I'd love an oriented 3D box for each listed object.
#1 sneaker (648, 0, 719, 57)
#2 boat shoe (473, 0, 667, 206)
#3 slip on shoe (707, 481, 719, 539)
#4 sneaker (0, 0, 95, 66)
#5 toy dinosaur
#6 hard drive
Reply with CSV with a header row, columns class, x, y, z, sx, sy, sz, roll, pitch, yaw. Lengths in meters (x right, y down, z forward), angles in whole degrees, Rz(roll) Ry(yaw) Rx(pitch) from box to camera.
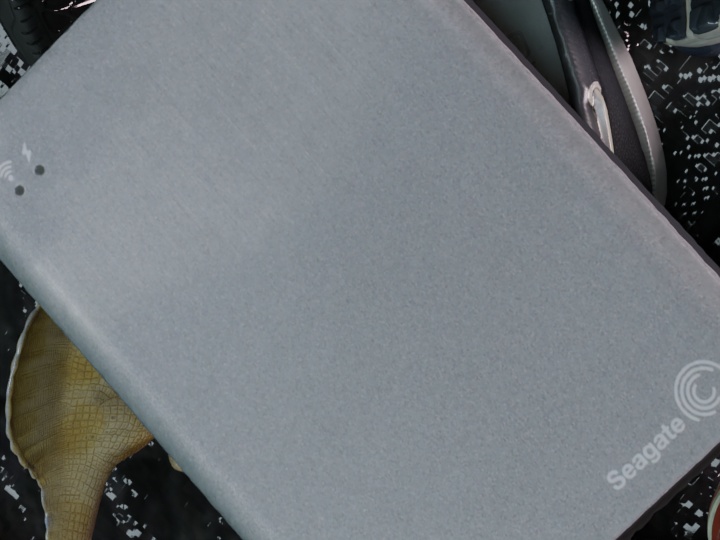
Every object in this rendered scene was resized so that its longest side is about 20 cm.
class,x,y,z,sx,sy,sz,roll,pitch,yaw
sneaker,0.162,-0.099,0.719,0.086,0.078,0.200,32,137,-30
boat shoe,0.027,-0.089,0.777,0.075,0.060,0.200,-30,92,23
slip on shoe,0.181,0.116,0.754,0.200,0.061,0.074,31,119,-11
sneaker,-0.119,-0.154,0.813,0.104,0.060,0.200,33,147,46
toy dinosaur,-0.080,0.039,0.821,0.058,0.101,0.201,10,102,21
hard drive,0.000,0.000,0.730,0.140,0.033,0.200,-44,79,10
